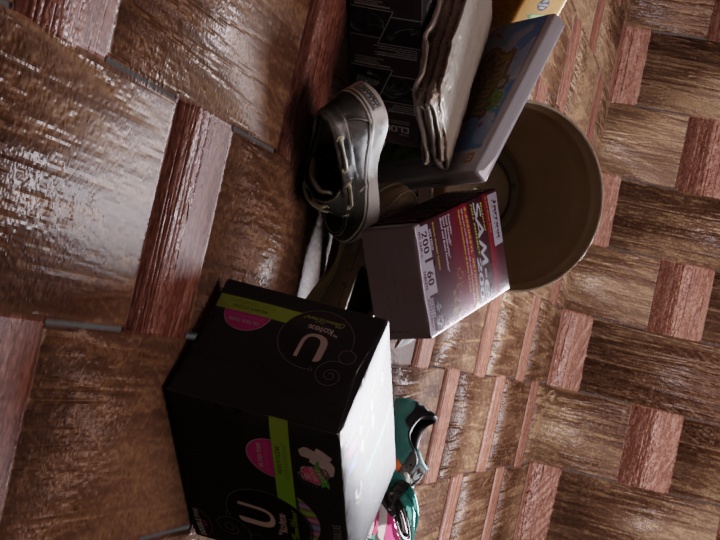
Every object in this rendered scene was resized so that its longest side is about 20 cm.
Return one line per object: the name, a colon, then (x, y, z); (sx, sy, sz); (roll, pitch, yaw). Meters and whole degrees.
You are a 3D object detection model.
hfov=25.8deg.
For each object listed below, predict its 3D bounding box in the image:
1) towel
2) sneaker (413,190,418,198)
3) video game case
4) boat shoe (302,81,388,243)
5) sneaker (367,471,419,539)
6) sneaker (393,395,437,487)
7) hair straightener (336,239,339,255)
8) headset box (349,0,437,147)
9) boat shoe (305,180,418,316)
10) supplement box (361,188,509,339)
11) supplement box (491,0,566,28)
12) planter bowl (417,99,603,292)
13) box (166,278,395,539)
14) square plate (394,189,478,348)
towel: (0.088, -0.209, 1.504); (0.133, 0.034, 0.201); (76, 28, -61)
sneaker: (0.074, -0.061, 1.784); (0.082, 0.074, 0.201); (83, 24, -55)
video game case: (0.103, -0.169, 1.607); (0.022, 0.181, 0.201); (41, 65, -29)
boat shoe: (-0.023, -0.089, 1.431); (0.063, 0.071, 0.201); (-31, 151, -25)
sneaker: (-0.002, 0.239, 1.630); (0.201, 0.083, 0.121); (61, 33, -24)
sneaker: (0.035, 0.245, 1.873); (0.071, 0.079, 0.202); (70, 35, -65)
hair straightener: (0.000, 0.000, 1.603); (0.077, 0.041, 0.202); (-22, 120, -39)
headset box: (0.046, -0.232, 1.539); (0.149, 0.077, 0.201); (-62, 160, -47)
boat shoe: (0.010, -0.001, 1.525); (0.201, 0.065, 0.072); (-57, 131, -25)
supplement box: (0.077, -0.009, 1.523); (0.200, 0.060, 0.110); (-27, 111, -60)
supplement box: (0.152, -0.251, 1.703); (0.066, 0.069, 0.201); (-2, 131, -36)
planter bowl: (0.144, -0.083, 1.703); (0.135, 0.198, 0.202); (-164, -94, -70)
box: (-0.058, 0.131, 1.285); (0.201, 0.147, 0.125); (86, 23, -47)
square plate: (0.112, -0.023, 1.909); (0.199, 0.028, 0.201); (-60, -174, 48)
